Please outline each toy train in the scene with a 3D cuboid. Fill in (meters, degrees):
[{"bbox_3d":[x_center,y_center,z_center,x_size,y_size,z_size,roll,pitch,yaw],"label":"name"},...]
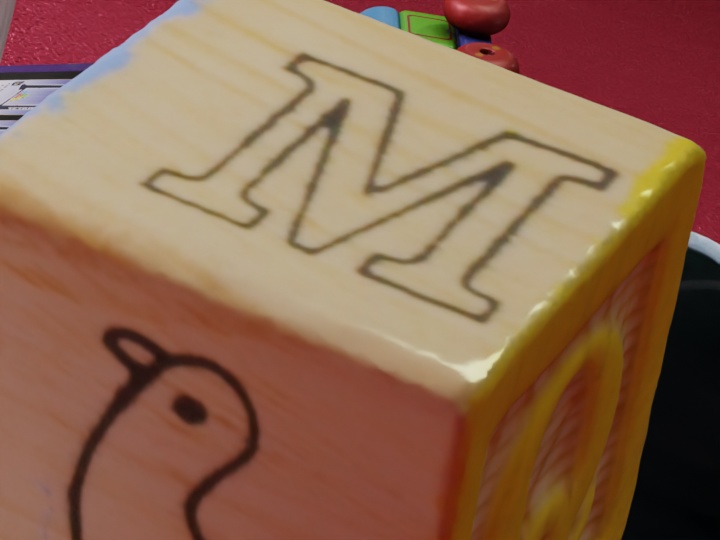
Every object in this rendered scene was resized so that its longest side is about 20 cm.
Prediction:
[{"bbox_3d":[0.014,-0.073,1.403,0.115,0.085,0.200,8,27,-5],"label":"toy train"}]

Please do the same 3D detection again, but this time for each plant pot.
[{"bbox_3d":[0.177,0.103,1.371,0.196,0.201,0.200,23,11,-43],"label":"plant pot"}]

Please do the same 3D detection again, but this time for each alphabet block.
[{"bbox_3d":[-0.016,0.036,1.031,0.200,0.196,0.196,22,38,20],"label":"alphabet block"}]

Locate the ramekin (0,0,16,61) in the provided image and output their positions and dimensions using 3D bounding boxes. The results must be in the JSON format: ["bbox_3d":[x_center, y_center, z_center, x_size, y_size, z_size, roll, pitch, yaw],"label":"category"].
[{"bbox_3d":[-0.284,-0.143,1.581,0.202,0.095,0.202,7,12,-1],"label":"ramekin"}]

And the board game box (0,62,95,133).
[{"bbox_3d":[-0.162,-0.036,1.323,0.165,0.057,0.200,2,25,20],"label":"board game box"}]
